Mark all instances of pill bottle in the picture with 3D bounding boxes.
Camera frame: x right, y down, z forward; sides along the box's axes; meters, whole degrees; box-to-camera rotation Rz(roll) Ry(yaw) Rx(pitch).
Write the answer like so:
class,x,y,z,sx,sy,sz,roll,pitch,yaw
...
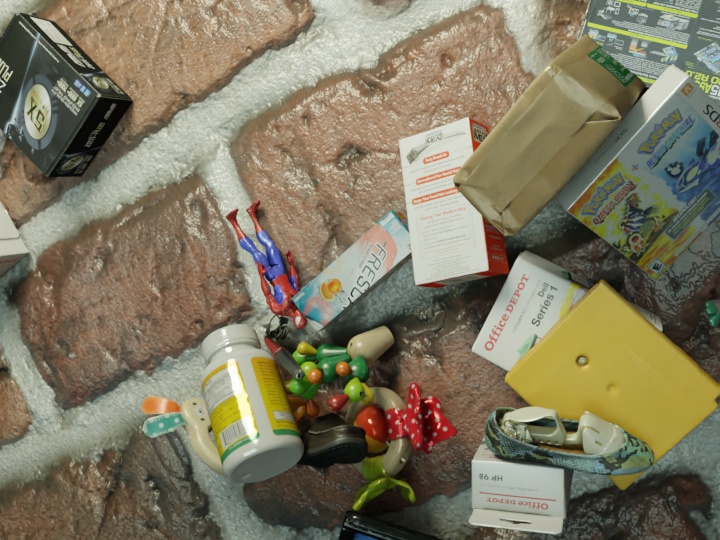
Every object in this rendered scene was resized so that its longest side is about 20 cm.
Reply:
class,x,y,z,sx,sy,sz,roll,pitch,yaw
pill bottle,-0.159,0.181,1.091,0.113,0.113,0.201,-36,57,19

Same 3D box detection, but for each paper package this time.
class,x,y,z,sx,sy,sz,roll,pitch,yaw
paper package,0.226,-0.163,0.925,0.103,0.200,0.191,43,125,4

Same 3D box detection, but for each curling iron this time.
class,x,y,z,sx,sy,sz,roll,pitch,yaw
curling iron,-0.109,0.110,1.108,0.025,0.200,0.050,20,99,-19

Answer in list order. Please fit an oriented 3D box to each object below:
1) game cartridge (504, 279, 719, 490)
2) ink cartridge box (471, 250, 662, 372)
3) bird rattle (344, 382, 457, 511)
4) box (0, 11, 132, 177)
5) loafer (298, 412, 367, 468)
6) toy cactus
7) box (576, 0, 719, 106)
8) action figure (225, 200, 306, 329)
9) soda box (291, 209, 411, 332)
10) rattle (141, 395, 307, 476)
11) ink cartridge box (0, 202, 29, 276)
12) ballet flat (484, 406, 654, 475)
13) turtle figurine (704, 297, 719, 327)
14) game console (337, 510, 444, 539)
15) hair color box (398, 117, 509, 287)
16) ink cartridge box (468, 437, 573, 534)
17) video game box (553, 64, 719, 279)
class,x,y,z,sx,sy,sz,roll,pitch,yaw
game cartridge,0.308,0.141,0.961,0.200,0.032,0.176,43,108,5
ink cartridge box,0.266,0.083,1.025,0.199,0.084,0.145,28,105,13
bird rattle,0.031,0.235,1.106,0.163,0.112,0.201,39,121,42
box,-0.490,-0.274,1.237,0.200,0.086,0.164,45,108,9
loafer,-0.048,0.235,1.110,0.073,0.200,0.072,14,68,-21
toy cactus,-0.022,0.139,1.105,0.164,0.200,0.103,-29,100,-20
box,0.377,-0.300,0.963,0.199,0.044,0.161,19,103,16
action figure,-0.130,-0.004,1.159,0.052,0.065,0.201,-29,87,49
soda box,0.000,0.000,1.112,0.200,0.068,0.064,-42,83,17
rattle,-0.205,0.211,1.151,0.200,0.131,0.143,37,134,-12
ink cartridge box,-0.694,-0.031,1.303,0.200,0.147,0.145,-34,85,19
ballet flat,0.245,0.197,0.931,0.199,0.074,0.075,2,97,15
turtle figurine,0.526,0.050,0.927,0.199,0.100,0.151,-24,73,35
game console,0.059,0.424,1.106,0.199,0.176,0.117,16,74,3
hair color box,0.121,-0.086,1.030,0.110,0.064,0.201,-12,79,35
ink cartridge box,0.209,0.259,1.004,0.115,0.200,0.067,1,97,18
video game box,0.362,-0.110,0.939,0.182,0.047,0.200,31,109,-25
